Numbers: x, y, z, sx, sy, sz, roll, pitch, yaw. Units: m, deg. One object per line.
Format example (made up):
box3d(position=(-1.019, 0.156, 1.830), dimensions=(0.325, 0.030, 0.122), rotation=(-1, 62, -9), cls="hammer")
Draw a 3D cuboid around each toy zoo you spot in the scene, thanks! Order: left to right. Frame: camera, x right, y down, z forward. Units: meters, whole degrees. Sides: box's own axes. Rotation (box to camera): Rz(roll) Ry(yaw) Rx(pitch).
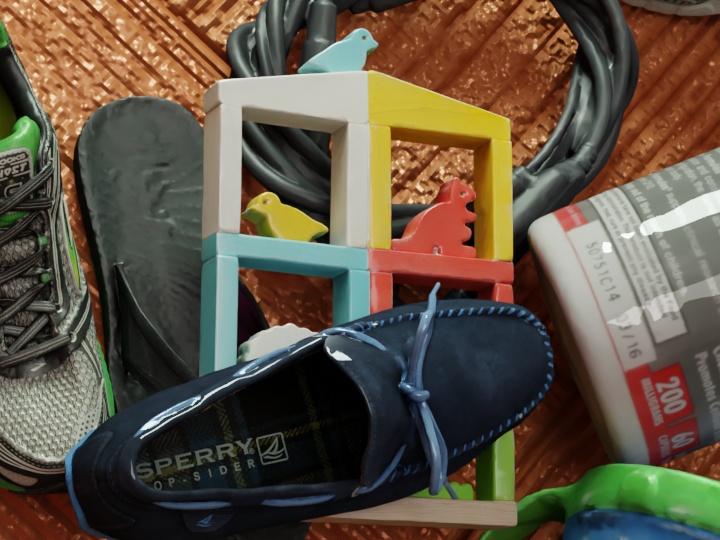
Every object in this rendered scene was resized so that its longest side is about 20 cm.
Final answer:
box3d(position=(0.000, 0.000, 0.802), dimensions=(0.130, 0.020, 0.201), rotation=(6, 76, -22), cls="toy zoo")

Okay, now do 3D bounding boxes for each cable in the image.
box3d(position=(0.035, -0.086, 0.886), dimensions=(0.163, 0.051, 0.200), rotation=(41, 69, 2), cls="cable")

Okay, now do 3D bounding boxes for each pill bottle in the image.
box3d(position=(0.180, -0.002, 0.831), dimensions=(0.199, 0.114, 0.114), rotation=(-21, 80, 1), cls="pill bottle")

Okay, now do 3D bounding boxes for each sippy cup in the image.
box3d(position=(0.126, 0.164, 0.788), dimensions=(0.139, 0.177, 0.131), rotation=(37, 68, -31), cls="sippy cup")

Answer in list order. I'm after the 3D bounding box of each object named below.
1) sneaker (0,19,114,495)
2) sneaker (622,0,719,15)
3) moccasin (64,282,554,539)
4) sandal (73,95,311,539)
box3d(position=(-0.146, -0.009, 0.774), dimensions=(0.078, 0.085, 0.201), rotation=(-17, 80, -23), cls="sneaker")
box3d(position=(0.209, -0.162, 0.952), dimensions=(0.199, 0.078, 0.100), rotation=(17, 64, -15), cls="sneaker")
box3d(position=(-0.006, 0.060, 0.736), dimensions=(0.199, 0.068, 0.081), rotation=(-22, 88, -26), cls="moccasin")
box3d(position=(-0.070, 0.022, 0.810), dimensions=(0.075, 0.048, 0.202), rotation=(-15, 79, -23), cls="sandal")
